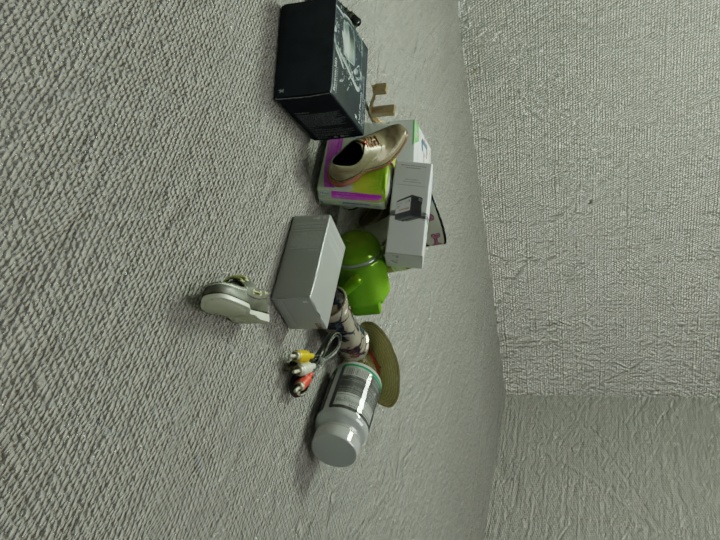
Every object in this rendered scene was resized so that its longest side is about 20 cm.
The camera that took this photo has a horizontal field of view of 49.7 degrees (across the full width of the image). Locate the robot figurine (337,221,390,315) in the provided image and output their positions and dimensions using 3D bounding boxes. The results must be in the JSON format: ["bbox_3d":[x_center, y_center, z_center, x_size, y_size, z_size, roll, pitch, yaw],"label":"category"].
[{"bbox_3d":[0.000,0.000,1.711,0.176,0.114,0.202,-68,150,-56],"label":"robot figurine"}]

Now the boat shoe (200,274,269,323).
[{"bbox_3d":[-0.192,0.040,1.199,0.202,0.071,0.061,45,44,-73],"label":"boat shoe"}]

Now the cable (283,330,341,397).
[{"bbox_3d":[-0.082,0.181,1.500,0.199,0.050,0.098,-20,108,-56],"label":"cable"}]

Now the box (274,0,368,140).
[{"bbox_3d":[-0.072,-0.390,1.531,0.196,0.123,0.202,34,56,-66],"label":"box"}]

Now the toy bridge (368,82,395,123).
[{"bbox_3d":[0.057,-0.411,2.006,0.200,0.066,0.027,60,33,-57],"label":"toy bridge"}]

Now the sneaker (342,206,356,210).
[{"bbox_3d":[-0.014,-0.240,1.764,0.076,0.075,0.202,55,36,-60],"label":"sneaker"}]

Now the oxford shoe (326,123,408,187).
[{"bbox_3d":[0.020,-0.244,1.582,0.199,0.071,0.075,-38,163,-16],"label":"oxford shoe"}]

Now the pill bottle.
[{"bbox_3d":[-0.029,0.294,1.594,0.201,0.112,0.114,-68,150,-50],"label":"pill bottle"}]

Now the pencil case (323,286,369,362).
[{"bbox_3d":[-0.041,0.109,1.634,0.201,0.077,0.090,64,13,-51],"label":"pencil case"}]

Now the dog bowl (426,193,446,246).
[{"bbox_3d":[0.133,-0.143,1.843,0.200,0.073,0.202,158,-90,-89],"label":"dog bowl"}]

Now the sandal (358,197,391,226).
[{"bbox_3d":[0.036,-0.173,1.835,0.201,0.080,0.054,103,-30,-58],"label":"sandal"}]

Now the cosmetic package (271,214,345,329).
[{"bbox_3d":[-0.095,0.003,1.475,0.107,0.089,0.201,67,30,-47],"label":"cosmetic package"}]

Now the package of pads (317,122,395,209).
[{"bbox_3d":[-0.001,-0.229,1.662,0.068,0.153,0.202,85,12,-59],"label":"package of pads"}]

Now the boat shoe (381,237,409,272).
[{"bbox_3d":[0.081,-0.056,1.824,0.200,0.066,0.075,-80,149,-67],"label":"boat shoe"}]

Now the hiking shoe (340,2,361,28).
[{"bbox_3d":[-0.048,-0.544,1.652,0.076,0.100,0.201,-69,151,-51],"label":"hiking shoe"}]

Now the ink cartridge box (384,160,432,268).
[{"bbox_3d":[0.105,-0.116,1.667,0.145,0.083,0.202,68,28,-79],"label":"ink cartridge box"}]

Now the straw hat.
[{"bbox_3d":[0.004,0.222,1.735,0.084,0.200,0.203,-15,107,-28],"label":"straw hat"}]

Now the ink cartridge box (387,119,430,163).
[{"bbox_3d":[0.140,-0.320,2.223,0.200,0.087,0.147,45,45,-66],"label":"ink cartridge box"}]

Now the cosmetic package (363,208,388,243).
[{"bbox_3d":[0.059,-0.160,1.959,0.107,0.084,0.202,-22,110,-67],"label":"cosmetic package"}]
